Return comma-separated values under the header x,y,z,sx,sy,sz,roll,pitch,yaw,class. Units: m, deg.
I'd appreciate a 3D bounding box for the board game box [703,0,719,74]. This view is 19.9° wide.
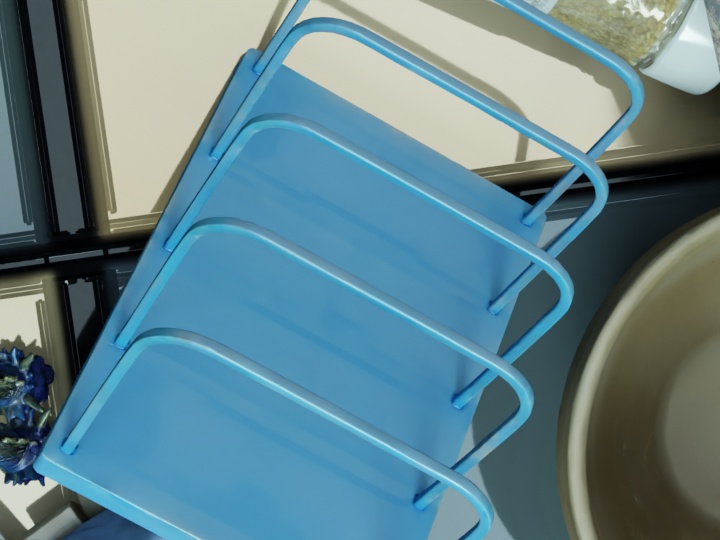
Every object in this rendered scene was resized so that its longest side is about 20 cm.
x,y,z,sx,sy,sz,roll,pitch,yaw,class
0.228,-0.143,0.759,0.200,0.097,0.160,-27,113,-26,board game box

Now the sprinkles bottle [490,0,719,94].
x,y,z,sx,sy,sz,roll,pitch,yaw,class
0.059,-0.137,0.797,0.200,0.068,0.068,23,89,-8,sprinkles bottle

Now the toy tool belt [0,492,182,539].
x,y,z,sx,sy,sz,roll,pitch,yaw,class
-0.090,0.126,0.757,0.200,0.125,0.123,-42,106,-4,toy tool belt

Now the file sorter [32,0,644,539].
x,y,z,sx,sy,sz,roll,pitch,yaw,class
0.000,0.000,0.724,0.139,0.123,0.200,29,56,-8,file sorter

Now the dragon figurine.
x,y,z,sx,sy,sz,roll,pitch,yaw,class
-0.185,0.054,0.734,0.099,0.200,0.059,-21,73,21,dragon figurine

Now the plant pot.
x,y,z,sx,sy,sz,roll,pitch,yaw,class
0.168,0.067,0.808,0.201,0.093,0.201,0,92,-9,plant pot
